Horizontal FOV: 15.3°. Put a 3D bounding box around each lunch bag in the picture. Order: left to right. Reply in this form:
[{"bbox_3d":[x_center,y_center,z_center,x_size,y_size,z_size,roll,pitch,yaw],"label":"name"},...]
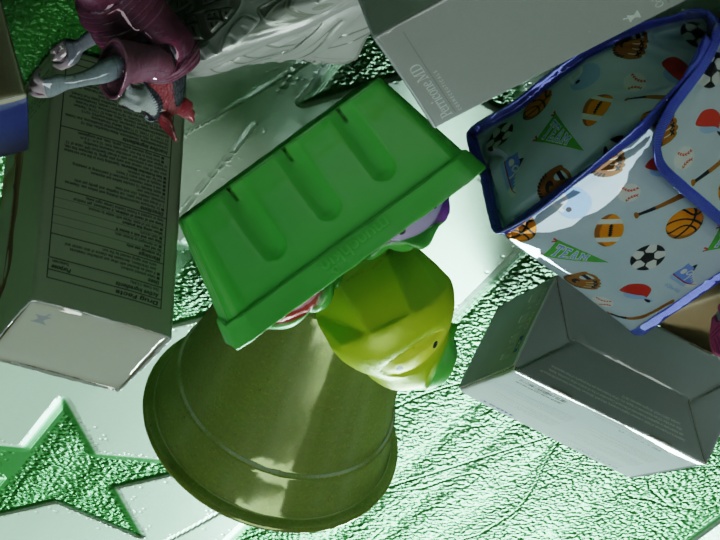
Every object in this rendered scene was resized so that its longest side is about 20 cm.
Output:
[{"bbox_3d":[0.202,-0.071,1.775,0.200,0.124,0.170,-36,134,21],"label":"lunch bag"}]

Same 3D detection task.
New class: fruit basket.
[{"bbox_3d":[0.000,0.000,1.776,0.215,0.217,0.156,6,180,-7],"label":"fruit basket"}]

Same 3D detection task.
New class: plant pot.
[{"bbox_3d":[-0.041,0.054,1.951,0.199,0.201,0.190,10,134,-13],"label":"plant pot"}]

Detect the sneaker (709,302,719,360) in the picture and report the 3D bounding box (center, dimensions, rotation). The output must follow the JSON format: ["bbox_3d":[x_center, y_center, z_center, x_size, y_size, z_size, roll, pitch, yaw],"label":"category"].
[{"bbox_3d":[0.333,0.038,1.782,0.199,0.082,0.088,-11,144,21],"label":"sneaker"}]

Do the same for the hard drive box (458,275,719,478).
[{"bbox_3d":[0.171,0.081,1.949,0.155,0.077,0.200,27,169,-6],"label":"hard drive box"}]

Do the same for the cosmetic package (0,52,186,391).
[{"bbox_3d":[-0.181,-0.034,1.773,0.103,0.201,0.087,18,144,-23],"label":"cosmetic package"}]

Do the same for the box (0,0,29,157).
[{"bbox_3d":[-0.232,-0.141,1.640,0.032,0.122,0.200,-15,174,-10],"label":"box"}]

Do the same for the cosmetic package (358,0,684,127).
[{"bbox_3d":[0.099,-0.181,1.582,0.199,0.090,0.107,-30,142,9],"label":"cosmetic package"}]

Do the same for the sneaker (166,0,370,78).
[{"bbox_3d":[-0.046,-0.154,1.695,0.199,0.078,0.099,-16,147,28],"label":"sneaker"}]

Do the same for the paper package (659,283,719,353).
[{"bbox_3d":[0.330,0.003,1.898,0.199,0.104,0.190,-21,142,31],"label":"paper package"}]

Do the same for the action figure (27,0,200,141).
[{"bbox_3d":[-0.146,-0.171,1.627,0.149,0.134,0.200,-31,118,6],"label":"action figure"}]
